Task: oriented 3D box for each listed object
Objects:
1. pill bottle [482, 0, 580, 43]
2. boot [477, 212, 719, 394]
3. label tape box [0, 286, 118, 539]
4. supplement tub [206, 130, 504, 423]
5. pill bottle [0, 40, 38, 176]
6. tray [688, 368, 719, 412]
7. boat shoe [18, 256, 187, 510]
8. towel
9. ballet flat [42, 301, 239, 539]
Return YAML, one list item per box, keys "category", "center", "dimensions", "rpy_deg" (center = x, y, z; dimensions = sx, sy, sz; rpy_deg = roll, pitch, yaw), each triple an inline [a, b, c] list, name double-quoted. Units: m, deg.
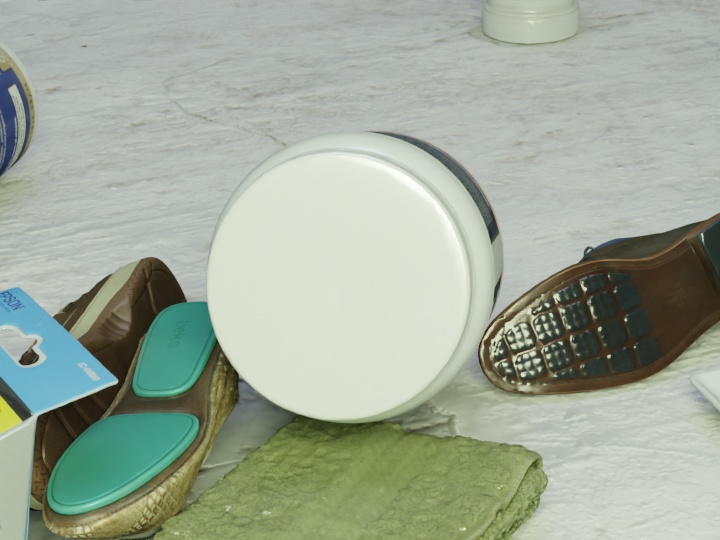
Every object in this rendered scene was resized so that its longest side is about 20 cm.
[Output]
- category: "pill bottle"
  center: [0.146, -0.301, 1.682]
  dimensions: [0.112, 0.201, 0.113]
  rpy_deg: [-2, 23, 1]
- category: "boot"
  center: [0.146, 0.022, 1.126]
  dimensions: [0.199, 0.075, 0.097]
  rpy_deg: [-21, 2, -16]
- category: "label tape box"
  center: [-0.215, 0.092, 0.900]
  dimensions: [0.199, 0.066, 0.143]
  rpy_deg: [-25, 29, -20]
- category: "supplement tub"
  center: [0.000, 0.000, 0.994]
  dimensions: [0.139, 0.141, 0.200]
  rpy_deg: [1, 4, 6]
- category: "pill bottle"
  center: [-0.302, -0.084, 1.313]
  dimensions: [0.110, 0.112, 0.200]
  rpy_deg: [5, 24, 14]
- category: "tray"
  center: [0.251, 0.093, 0.976]
  dimensions: [0.107, 0.022, 0.200]
  rpy_deg: [-7, 24, -15]
- category: "boat shoe"
  center: [-0.152, 0.066, 1.025]
  dimensions: [0.074, 0.075, 0.202]
  rpy_deg: [-18, 17, 23]
- category: "towel"
  center: [-0.010, 0.124, 0.903]
  dimensions: [0.148, 0.037, 0.200]
  rpy_deg: [9, 26, 24]
- category: "ballet flat"
  center: [-0.096, 0.087, 0.955]
  dimensions: [0.070, 0.066, 0.200]
  rpy_deg: [0, 27, 17]
